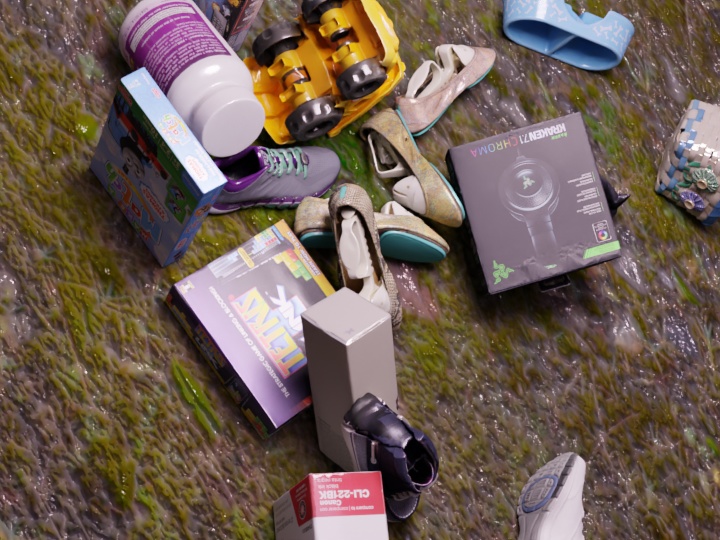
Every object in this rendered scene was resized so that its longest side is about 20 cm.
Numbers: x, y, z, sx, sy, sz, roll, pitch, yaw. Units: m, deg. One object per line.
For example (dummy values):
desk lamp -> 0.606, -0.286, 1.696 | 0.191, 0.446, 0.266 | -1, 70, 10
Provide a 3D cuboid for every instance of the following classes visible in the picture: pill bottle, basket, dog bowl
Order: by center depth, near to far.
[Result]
pill bottle -> -0.194, -0.226, 1.392 | 0.112, 0.113, 0.200 | -18, 53, -28
basket -> 0.523, -0.137, 1.662 | 0.199, 0.177, 0.140 | 17, 60, 6
dog bowl -> 0.290, -0.341, 1.689 | 0.199, 0.111, 0.050 | 19, 76, -15

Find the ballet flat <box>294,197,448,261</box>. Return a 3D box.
ballet flat -> 0.016, -0.056, 1.460 | 0.199, 0.071, 0.071 | 6, 65, -18

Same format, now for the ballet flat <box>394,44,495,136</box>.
ballet flat -> 0.114, -0.260, 1.591 | 0.200, 0.068, 0.067 | -49, 125, -32

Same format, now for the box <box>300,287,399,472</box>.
box -> -0.008, 0.126, 1.301 | 0.068, 0.201, 0.082 | -30, 43, -31

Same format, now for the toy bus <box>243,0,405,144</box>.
toy bus -> -0.014, -0.250, 1.472 | 0.191, 0.200, 0.136 | -5, 66, -53

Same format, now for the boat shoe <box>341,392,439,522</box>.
boat shoe -> 0.044, 0.224, 1.279 | 0.075, 0.201, 0.093 | -43, 47, -19

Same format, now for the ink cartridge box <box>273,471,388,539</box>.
ink cartridge box -> -0.027, 0.324, 1.237 | 0.083, 0.144, 0.201 | 1, 67, -21

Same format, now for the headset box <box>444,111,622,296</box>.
headset box -> 0.215, -0.073, 1.489 | 0.173, 0.093, 0.201 | -15, 86, 1

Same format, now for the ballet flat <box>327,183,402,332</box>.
ballet flat -> 0.000, 0.000, 1.387 | 0.075, 0.067, 0.201 | -72, 150, -64

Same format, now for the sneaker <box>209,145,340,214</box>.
sneaker -> -0.102, -0.118, 1.433 | 0.199, 0.088, 0.075 | -17, 75, -28

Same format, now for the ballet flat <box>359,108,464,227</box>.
ballet flat -> 0.058, -0.122, 1.500 | 0.070, 0.071, 0.201 | -14, 57, -27

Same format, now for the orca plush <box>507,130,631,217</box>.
orca plush -> 0.266, -0.109, 1.583 | 0.200, 0.105, 0.071 | 38, 54, -32

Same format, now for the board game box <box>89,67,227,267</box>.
board game box -> -0.227, -0.107, 1.309 | 0.037, 0.200, 0.152 | -33, 83, -30

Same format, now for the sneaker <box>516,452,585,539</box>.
sneaker -> 0.229, 0.312, 1.405 | 0.087, 0.074, 0.201 | 32, 65, -21

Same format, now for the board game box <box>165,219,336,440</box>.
board game box -> -0.100, 0.065, 1.372 | 0.165, 0.057, 0.200 | -34, 83, -32

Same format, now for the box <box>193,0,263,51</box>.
box -> -0.174, -0.366, 1.445 | 0.040, 0.200, 0.137 | -32, 83, -30
